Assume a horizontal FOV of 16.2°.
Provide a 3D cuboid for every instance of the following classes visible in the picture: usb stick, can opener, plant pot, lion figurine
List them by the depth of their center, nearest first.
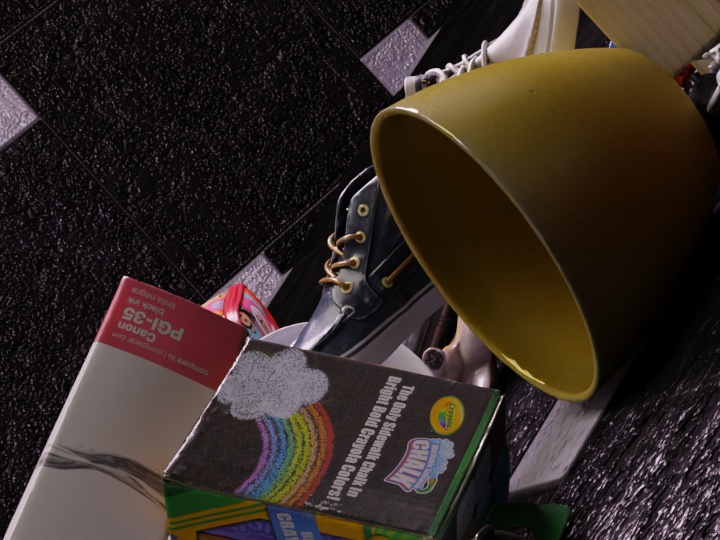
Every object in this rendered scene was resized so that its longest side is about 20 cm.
[{"bbox_3d":[0.122,-0.047,1.446,0.142,0.201,0.200,-36,1,-16],"label":"plant pot"},{"bbox_3d":[0.223,-0.103,1.472,0.053,0.066,0.200,-51,-3,-5],"label":"can opener"},{"bbox_3d":[0.089,0.031,1.724,0.201,0.072,0.122,-59,-3,8],"label":"lion figurine"},{"bbox_3d":[0.043,0.068,1.775,0.055,0.032,0.201,-11,-59,-67],"label":"usb stick"}]

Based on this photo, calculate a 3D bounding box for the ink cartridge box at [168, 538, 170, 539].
[{"bbox_3d":[-0.109,0.237,1.701,0.200,0.067,0.117,42,-138,-60],"label":"ink cartridge box"}]

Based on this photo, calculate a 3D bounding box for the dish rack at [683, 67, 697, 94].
[{"bbox_3d":[0.243,-0.183,1.733,0.200,0.054,0.154,-52,6,35],"label":"dish rack"}]

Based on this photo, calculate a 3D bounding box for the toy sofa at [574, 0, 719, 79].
[{"bbox_3d":[0.207,-0.173,1.537,0.098,0.083,0.200,-44,-9,17],"label":"toy sofa"}]

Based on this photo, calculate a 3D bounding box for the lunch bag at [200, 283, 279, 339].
[{"bbox_3d":[-0.070,0.113,1.889,0.082,0.201,0.176,-29,9,3],"label":"lunch bag"}]

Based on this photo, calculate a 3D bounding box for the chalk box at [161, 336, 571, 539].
[{"bbox_3d":[0.011,0.137,1.359,0.125,0.199,0.125,-59,-26,-46],"label":"chalk box"}]

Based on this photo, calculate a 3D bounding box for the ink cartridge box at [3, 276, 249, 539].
[{"bbox_3d":[-0.143,0.128,1.412,0.147,0.082,0.201,119,174,-61],"label":"ink cartridge box"}]

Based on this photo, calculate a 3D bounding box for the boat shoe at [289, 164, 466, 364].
[{"bbox_3d":[0.000,0.000,1.547,0.200,0.091,0.071,-40,14,-13],"label":"boat shoe"}]

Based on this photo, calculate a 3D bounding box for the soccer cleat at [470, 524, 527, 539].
[{"bbox_3d":[0.045,0.210,1.191,0.200,0.069,0.087,-59,-9,-49],"label":"soccer cleat"}]

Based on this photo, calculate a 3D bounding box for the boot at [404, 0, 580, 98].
[{"bbox_3d":[0.075,-0.109,1.570,0.074,0.095,0.201,-85,7,-51],"label":"boot"}]

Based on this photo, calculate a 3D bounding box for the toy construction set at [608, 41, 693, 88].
[{"bbox_3d":[0.162,-0.081,1.632,0.200,0.091,0.132,-95,19,-74],"label":"toy construction set"}]

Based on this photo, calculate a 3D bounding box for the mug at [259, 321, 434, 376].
[{"bbox_3d":[-0.018,0.128,1.644,0.176,0.147,0.201,103,-168,-48],"label":"mug"}]
